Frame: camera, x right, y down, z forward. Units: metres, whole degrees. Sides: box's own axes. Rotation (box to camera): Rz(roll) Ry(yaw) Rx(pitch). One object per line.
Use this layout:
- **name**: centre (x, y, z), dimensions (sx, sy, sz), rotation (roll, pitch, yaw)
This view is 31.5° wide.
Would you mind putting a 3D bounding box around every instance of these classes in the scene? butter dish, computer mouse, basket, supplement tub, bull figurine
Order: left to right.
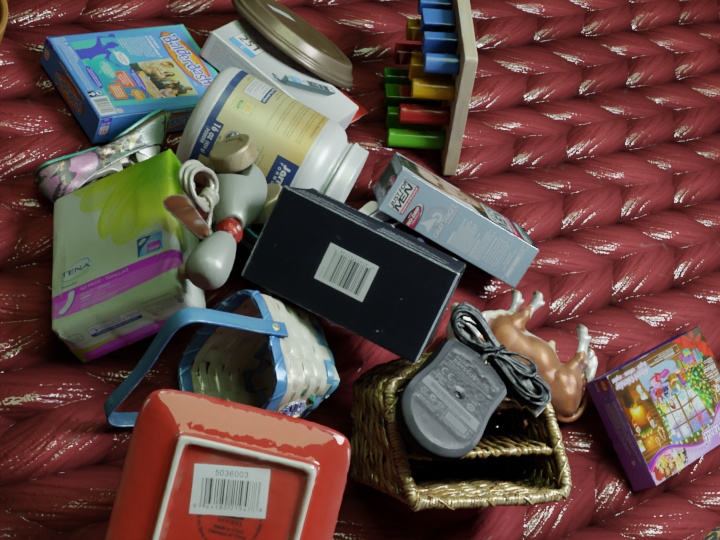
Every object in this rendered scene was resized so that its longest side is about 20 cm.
- **butter dish**: centre (-0.131, 0.218, 1.181), dimensions (0.199, 0.148, 0.201), rotation (15, 88, -13)
- **basket**: centre (-0.132, 0.101, 1.258), dimensions (0.199, 0.176, 0.140), rotation (10, 48, -35)
- **supplement tub**: centre (-0.104, -0.136, 1.525), dimensions (0.199, 0.145, 0.145), rotation (29, 42, 1)
- **computer mouse**: centre (0.096, 0.128, 1.259), dimensions (0.139, 0.053, 0.200), rotation (47, 41, 5)
- **basket**: centre (0.105, 0.159, 1.311), dimensions (0.199, 0.149, 0.144), rotation (3, 92, -25)
- **bull figurine**: centre (0.192, 0.091, 1.510), dimensions (0.200, 0.065, 0.122), rotation (40, 68, -2)

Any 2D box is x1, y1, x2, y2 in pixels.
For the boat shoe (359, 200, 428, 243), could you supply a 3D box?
- **boat shoe**: centre (0.007, -0.011, 1.512), dimensions (0.092, 0.075, 0.200), rotation (31, 41, 14)

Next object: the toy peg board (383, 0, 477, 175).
- **toy peg board**: centre (0.088, -0.269, 1.731), dimensions (0.097, 0.200, 0.201), rotation (2, 46, -5)

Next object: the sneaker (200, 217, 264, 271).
- **sneaker**: centre (-0.163, -0.040, 1.447), dimensions (0.199, 0.082, 0.074), rotation (2, 50, -25)

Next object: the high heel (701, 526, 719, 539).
- **high heel**: centre (0.464, 0.357, 1.396), dimensions (0.142, 0.072, 0.200), rotation (2, 32, -35)

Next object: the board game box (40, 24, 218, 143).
- **board game box**: centre (-0.277, -0.238, 1.605), dimensions (0.199, 0.045, 0.152), rotation (-14, 56, -37)

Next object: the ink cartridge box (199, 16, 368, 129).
- **ink cartridge box**: centre (-0.089, -0.261, 1.697), dimensions (0.200, 0.045, 0.176), rotation (40, 34, 5)

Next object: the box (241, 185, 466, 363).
- **box**: centre (0.000, 0.000, 1.341), dimensions (0.199, 0.105, 0.182), rotation (27, 6, 5)

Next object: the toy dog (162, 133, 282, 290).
- **toy dog**: centre (-0.152, -0.055, 1.301), dimensions (0.200, 0.096, 0.133), rotation (-41, 114, -62)

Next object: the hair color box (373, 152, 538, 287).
- **hair color box**: centre (0.117, -0.064, 1.588), dimensions (0.199, 0.061, 0.099), rotation (29, 13, -12)

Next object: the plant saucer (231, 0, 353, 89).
- **plant saucer**: centre (-0.086, -0.316, 1.729), dimensions (0.200, 0.030, 0.200), rotation (35, 16, -11)

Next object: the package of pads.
- **package of pads**: centre (-0.247, -0.015, 1.337), dimensions (0.154, 0.068, 0.201), rotation (-21, 48, 13)

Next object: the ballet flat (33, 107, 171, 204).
- **ballet flat**: centre (-0.285, -0.121, 1.482), dimensions (0.200, 0.069, 0.071), rotation (-34, 88, -40)

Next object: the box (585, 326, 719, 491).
- **box**: centre (0.368, 0.162, 1.529), dimensions (0.199, 0.039, 0.138), rotation (-21, 85, -40)

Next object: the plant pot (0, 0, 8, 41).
- **plant pot**: centre (-0.505, -0.254, 1.429), dimensions (0.199, 0.140, 0.201), rotation (14, 44, -14)
